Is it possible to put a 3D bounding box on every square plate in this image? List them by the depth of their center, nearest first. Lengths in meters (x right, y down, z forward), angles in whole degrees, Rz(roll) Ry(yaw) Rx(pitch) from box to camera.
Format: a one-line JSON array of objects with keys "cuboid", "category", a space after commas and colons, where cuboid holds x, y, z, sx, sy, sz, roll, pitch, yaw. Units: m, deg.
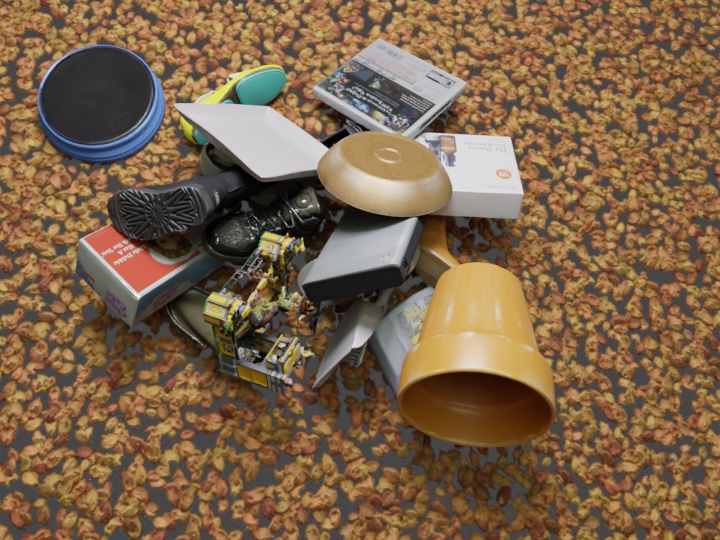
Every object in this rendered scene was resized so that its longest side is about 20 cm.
[{"cuboid": [-0.139, -0.184, 0.880, 0.197, 0.029, 0.198, 39, 31, 23], "category": "square plate"}]

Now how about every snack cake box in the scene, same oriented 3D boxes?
[{"cuboid": [-0.275, -0.027, 0.844, 0.115, 0.068, 0.199, 41, 43, 7], "category": "snack cake box"}]

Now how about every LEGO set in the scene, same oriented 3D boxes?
[{"cuboid": [-0.101, 0.054, 0.775, 0.112, 0.158, 0.201, 14, 33, 16], "category": "LEGO set"}]

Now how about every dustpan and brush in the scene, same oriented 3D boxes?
[{"cuboid": [0.006, 0.073, 0.869, 0.056, 0.140, 0.204, 28, 50, -11], "category": "dustpan and brush"}]

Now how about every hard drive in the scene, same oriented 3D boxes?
[{"cuboid": [0.016, -0.039, 0.812, 0.136, 0.034, 0.202, -13, 29, 26], "category": "hard drive"}]

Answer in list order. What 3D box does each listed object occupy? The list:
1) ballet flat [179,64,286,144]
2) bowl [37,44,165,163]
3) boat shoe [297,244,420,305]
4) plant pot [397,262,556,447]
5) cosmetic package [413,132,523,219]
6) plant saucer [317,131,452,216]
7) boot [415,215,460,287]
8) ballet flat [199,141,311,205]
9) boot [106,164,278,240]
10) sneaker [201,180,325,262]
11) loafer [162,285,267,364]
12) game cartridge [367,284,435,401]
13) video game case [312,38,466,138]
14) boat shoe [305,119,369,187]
[{"cuboid": [-0.213, -0.284, 0.994, 0.199, 0.068, 0.067, -41, 58, -17], "category": "ballet flat"}, {"cuboid": [-0.416, -0.272, 0.973, 0.193, 0.040, 0.208, 2, 70, -6], "category": "bowl"}, {"cuboid": [0.000, -0.001, 0.891, 0.195, 0.071, 0.072, -15, 96, 28], "category": "boat shoe"}, {"cuboid": [0.154, 0.102, 0.804, 0.193, 0.203, 0.188, 13, 52, -2], "category": "plant pot"}, {"cuboid": [0.142, -0.150, 0.937, 0.192, 0.053, 0.154, 3, 46, 1], "category": "cosmetic package"}, {"cuboid": [0.037, -0.146, 0.844, 0.193, 0.036, 0.203, 6, 38, -5], "category": "plant saucer"}, {"cuboid": [0.115, -0.064, 0.934, 0.198, 0.072, 0.145, 32, 57, 13], "category": "boot"}, {"cuboid": [-0.162, -0.149, 0.947, 0.194, 0.070, 0.071, 21, 69, 0], "category": "ballet flat"}, {"cuboid": [-0.223, -0.108, 0.839, 0.159, 0.068, 0.200, -1, 23, 20], "category": "boot"}, {"cuboid": [-0.127, -0.074, 0.858, 0.195, 0.114, 0.078, -12, 67, -42], "category": "sneaker"}, {"cuboid": [-0.195, 0.079, 0.858, 0.196, 0.070, 0.076, 31, 69, 5], "category": "loafer"}, {"cuboid": [0.112, 0.096, 0.910, 0.196, 0.041, 0.135, -27, 72, -15], "category": "game cartridge"}, {"cuboid": [0.048, -0.301, 1.010, 0.198, 0.024, 0.181, 35, 61, 24], "category": "video game case"}, {"cuboid": [-0.006, -0.204, 0.989, 0.196, 0.063, 0.076, -30, 74, -17], "category": "boat shoe"}]
